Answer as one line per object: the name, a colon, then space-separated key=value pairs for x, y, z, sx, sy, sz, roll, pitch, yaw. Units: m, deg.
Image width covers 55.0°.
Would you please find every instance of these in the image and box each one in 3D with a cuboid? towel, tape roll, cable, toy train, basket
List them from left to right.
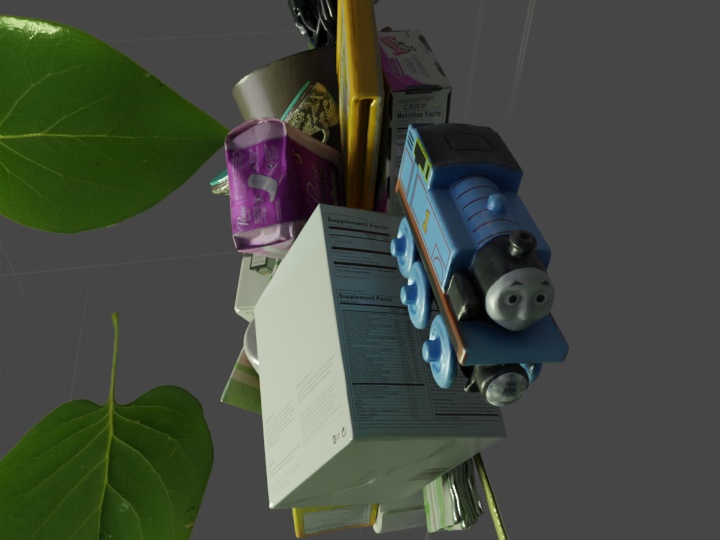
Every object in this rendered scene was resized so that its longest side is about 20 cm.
towel: x=-0.109 y=0.100 z=0.964 sx=0.152 sy=0.023 sz=0.204 roll=36 pitch=-107 yaw=-54
basket: x=-0.057 y=-0.157 z=0.890 sx=0.136 sy=0.176 sz=0.205 roll=-9 pitch=-97 yaw=-78
cable: x=-0.050 y=-0.367 z=0.879 sx=0.165 sy=0.050 sz=0.203 roll=110 pitch=149 yaw=-51
tape roll: x=0.041 y=0.247 z=0.944 sx=0.202 sy=0.069 sz=0.208 roll=175 pitch=90 yaw=-82
towel: x=0.088 y=0.198 z=0.738 sx=0.201 sy=0.030 sz=0.153 roll=97 pitch=168 yaw=-68
toy train: x=0.073 y=-0.011 z=0.464 sx=0.202 sy=0.084 sz=0.116 roll=-104 pitch=17 yaw=-49

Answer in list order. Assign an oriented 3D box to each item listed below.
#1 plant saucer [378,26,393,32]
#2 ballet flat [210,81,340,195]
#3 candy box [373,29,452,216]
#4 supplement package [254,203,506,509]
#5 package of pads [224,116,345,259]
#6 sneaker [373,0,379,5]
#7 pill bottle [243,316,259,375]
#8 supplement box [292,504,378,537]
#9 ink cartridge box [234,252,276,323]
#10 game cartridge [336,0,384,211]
plant saucer: x=0.025 y=-0.205 z=0.889 sx=0.200 sy=0.034 sz=0.206 roll=175 pitch=90 yaw=-82
ballet flat: x=-0.096 y=-0.132 z=0.813 sx=0.075 sy=0.199 sz=0.068 roll=44 pitch=-151 yaw=-15
candy box: x=0.042 y=-0.119 z=0.703 sx=0.138 sy=0.059 sz=0.204 roll=-104 pitch=11 yaw=-51
supplement package: x=0.003 y=0.085 z=0.630 sx=0.192 sy=0.144 sz=0.204 roll=-50 pitch=42 yaw=49
package of pads: x=-0.057 y=-0.072 z=0.721 sx=0.199 sy=0.074 sz=0.124 roll=13 pitch=-111 yaw=-66
sneaker: x=-0.015 y=-0.432 z=0.921 sx=0.201 sy=0.073 sz=0.108 roll=-119 pitch=28 yaw=-51
pill bottle: x=-0.068 y=0.140 z=0.919 sx=0.113 sy=0.109 sz=0.202 roll=-104 pitch=-7 yaw=-49
supplement box: x=-0.037 y=0.242 z=0.861 sx=0.202 sy=0.106 sz=0.112 roll=95 pitch=167 yaw=-54
ink cartridge box: x=-0.114 y=-0.012 z=1.072 sx=0.146 sy=0.082 sz=0.205 roll=47 pitch=-135 yaw=-60
game cartridge: x=-0.006 y=-0.189 z=0.678 sx=0.177 sy=0.032 sz=0.204 roll=96 pitch=169 yaw=-61
